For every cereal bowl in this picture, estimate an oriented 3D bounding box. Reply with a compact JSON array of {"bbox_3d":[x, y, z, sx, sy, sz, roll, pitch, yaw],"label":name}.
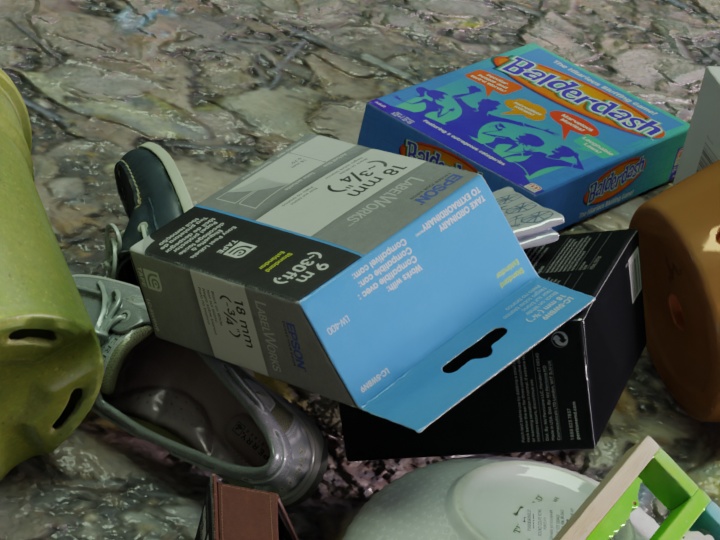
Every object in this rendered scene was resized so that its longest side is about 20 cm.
[{"bbox_3d":[0.084,0.157,1.294,0.200,0.083,0.200,9,29,-5],"label":"cereal bowl"}]

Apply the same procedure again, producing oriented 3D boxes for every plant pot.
[{"bbox_3d":[0.251,0.008,1.528,0.140,0.200,0.200,-16,36,-12],"label":"plant pot"},{"bbox_3d":[-0.233,0.011,1.341,0.200,0.201,0.184,-9,47,-33],"label":"plant pot"}]

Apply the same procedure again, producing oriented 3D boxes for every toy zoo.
[{"bbox_3d":[0.177,0.190,1.238,0.200,0.020,0.131,47,44,1],"label":"toy zoo"}]

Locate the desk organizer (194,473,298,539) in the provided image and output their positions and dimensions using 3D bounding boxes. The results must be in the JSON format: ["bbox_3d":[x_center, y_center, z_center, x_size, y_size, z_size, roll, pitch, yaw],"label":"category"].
[{"bbox_3d":[-0.038,0.185,1.171,0.077,0.072,0.200,10,28,-10],"label":"desk organizer"}]

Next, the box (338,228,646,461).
[{"bbox_3d":[0.077,0.039,1.420,0.141,0.079,0.200,-2,14,16],"label":"box"}]

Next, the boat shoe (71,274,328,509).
[{"bbox_3d":[-0.108,0.061,1.381,0.202,0.074,0.065,36,-1,25],"label":"boat shoe"}]

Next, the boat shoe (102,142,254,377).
[{"bbox_3d":[-0.119,0.001,1.493,0.062,0.075,0.200,-18,51,-10],"label":"boat shoe"}]

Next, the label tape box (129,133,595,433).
[{"bbox_3d":[0.000,0.000,1.324,0.200,0.063,0.144,16,40,42],"label":"label tape box"}]

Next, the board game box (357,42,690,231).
[{"bbox_3d":[0.118,-0.092,1.775,0.152,0.045,0.200,30,33,29],"label":"board game box"}]

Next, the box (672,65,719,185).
[{"bbox_3d":[0.327,-0.060,1.719,0.200,0.125,0.098,1,32,-18],"label":"box"}]

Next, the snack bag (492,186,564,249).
[{"bbox_3d":[0.008,-0.018,1.503,0.188,0.021,0.200,-15,12,-9],"label":"snack bag"}]
